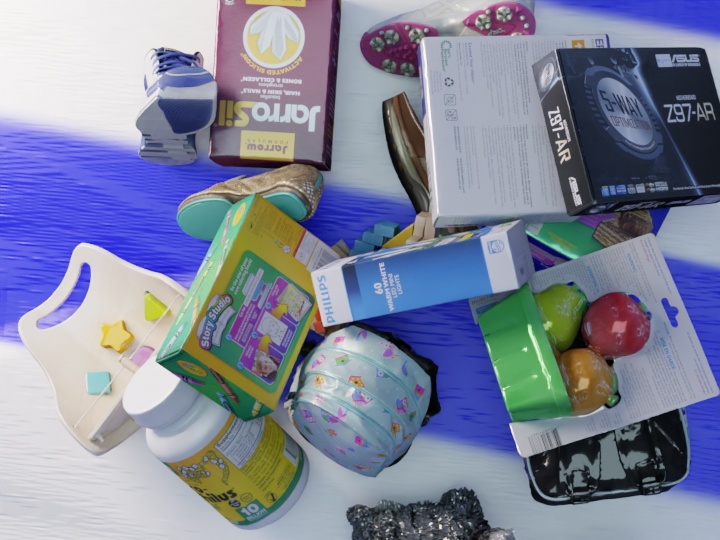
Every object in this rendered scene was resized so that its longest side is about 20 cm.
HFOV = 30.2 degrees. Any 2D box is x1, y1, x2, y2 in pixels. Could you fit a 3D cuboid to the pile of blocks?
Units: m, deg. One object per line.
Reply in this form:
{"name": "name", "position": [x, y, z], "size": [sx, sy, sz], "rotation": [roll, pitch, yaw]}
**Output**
{"name": "pile of blocks", "position": [0.000, 0.000, 1.426], "size": [0.200, 0.062, 0.082], "rotation": [-42, 89, 23]}

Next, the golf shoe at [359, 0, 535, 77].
{"name": "golf shoe", "position": [0.098, -0.267, 1.460], "size": [0.200, 0.092, 0.075], "rotation": [-7, 130, 20]}

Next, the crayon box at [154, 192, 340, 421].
{"name": "crayon box", "position": [-0.111, 0.036, 1.356], "size": [0.119, 0.058, 0.200], "rotation": [37, 57, -22]}

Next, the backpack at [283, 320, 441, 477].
{"name": "backpack", "position": [0.003, 0.136, 1.382], "size": [0.167, 0.200, 0.127], "rotation": [26, 68, 0]}

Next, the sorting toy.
{"name": "sorting toy", "position": [-0.278, 0.068, 1.464], "size": [0.180, 0.107, 0.200], "rotation": [39, 92, 10]}

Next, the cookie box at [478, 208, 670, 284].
{"name": "cookie box", "position": [0.247, -0.094, 1.418], "size": [0.171, 0.075, 0.200], "rotation": [29, 75, 4]}

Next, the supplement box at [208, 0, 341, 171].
{"name": "supplement box", "position": [-0.092, -0.213, 1.448], "size": [0.131, 0.103, 0.201], "rotation": [3, 90, 2]}

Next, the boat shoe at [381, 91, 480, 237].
{"name": "boat shoe", "position": [0.084, -0.102, 1.456], "size": [0.074, 0.076, 0.200], "rotation": [-23, 97, -4]}

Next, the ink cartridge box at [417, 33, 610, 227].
{"name": "ink cartridge box", "position": [0.165, -0.145, 1.368], "size": [0.199, 0.043, 0.197], "rotation": [-2, 74, -7]}

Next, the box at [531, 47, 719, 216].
{"name": "box", "position": [0.279, -0.142, 1.336], "size": [0.200, 0.044, 0.161], "rotation": [-5, 77, -29]}

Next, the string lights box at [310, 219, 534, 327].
{"name": "string lights box", "position": [0.064, 0.003, 1.319], "size": [0.200, 0.103, 0.059], "rotation": [-12, 95, 17]}

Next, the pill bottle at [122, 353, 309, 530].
{"name": "pill bottle", "position": [-0.153, 0.175, 1.399], "size": [0.113, 0.113, 0.200], "rotation": [-40, 122, 2]}

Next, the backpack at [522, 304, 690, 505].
{"name": "backpack", "position": [0.248, 0.138, 1.398], "size": [0.177, 0.151, 0.201], "rotation": [-9, 81, 5]}

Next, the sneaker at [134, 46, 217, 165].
{"name": "sneaker", "position": [-0.202, -0.194, 1.419], "size": [0.080, 0.199, 0.115], "rotation": [2, 76, -14]}

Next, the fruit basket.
{"name": "fruit basket", "position": [0.225, 0.074, 1.311], "size": [0.200, 0.094, 0.186], "rotation": [-17, 62, -1]}

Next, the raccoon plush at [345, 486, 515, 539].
{"name": "raccoon plush", "position": [0.065, 0.272, 1.394], "size": [0.134, 0.200, 0.097], "rotation": [1, 72, -17]}

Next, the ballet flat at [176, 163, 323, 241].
{"name": "ballet flat", "position": [-0.115, -0.076, 1.449], "size": [0.200, 0.065, 0.071], "rotation": [-5, 128, 39]}
